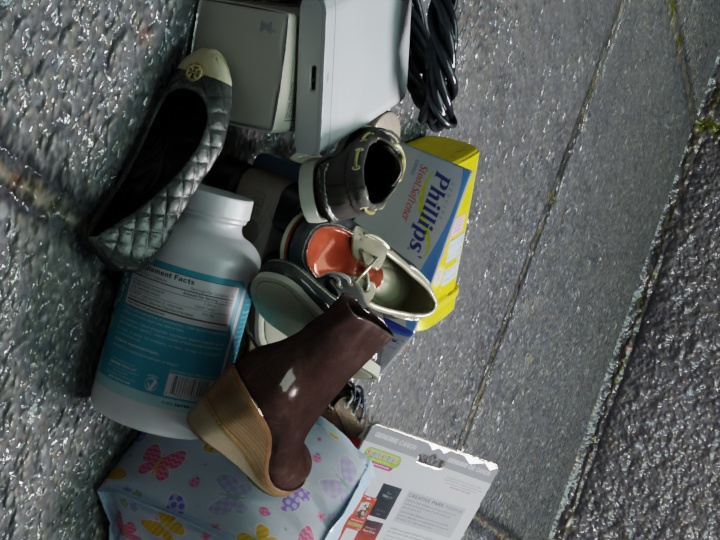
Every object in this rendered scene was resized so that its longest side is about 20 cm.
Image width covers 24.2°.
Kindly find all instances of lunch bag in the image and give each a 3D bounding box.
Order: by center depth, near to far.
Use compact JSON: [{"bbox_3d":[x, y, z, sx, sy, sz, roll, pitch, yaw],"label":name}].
[{"bbox_3d":[-0.109,0.206,1.515,0.128,0.199,0.170,87,27,-45],"label":"lunch bag"}]

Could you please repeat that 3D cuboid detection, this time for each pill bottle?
[{"bbox_3d":[-0.147,0.030,1.390,0.111,0.110,0.201,2,105,-70],"label":"pill bottle"}]

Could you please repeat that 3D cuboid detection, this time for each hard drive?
[{"bbox_3d":[-0.003,-0.189,1.459,0.200,0.027,0.133,-41,138,-61],"label":"hard drive"}]

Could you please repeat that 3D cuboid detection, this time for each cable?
[{"bbox_3d":[0.065,-0.225,1.566,0.163,0.050,0.201,110,-29,-59],"label":"cable"}]

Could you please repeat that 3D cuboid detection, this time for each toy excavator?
[{"bbox_3d":[-0.048,-0.066,1.559,0.200,0.099,0.196,1,108,-62],"label":"toy excavator"}]

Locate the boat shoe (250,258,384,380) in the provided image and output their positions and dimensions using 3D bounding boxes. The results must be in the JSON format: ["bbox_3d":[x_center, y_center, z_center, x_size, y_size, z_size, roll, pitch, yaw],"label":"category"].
[{"bbox_3d":[-0.033,0.030,1.421,0.200,0.071,0.068,45,60,-57],"label":"boat shoe"}]

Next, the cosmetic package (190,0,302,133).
[{"bbox_3d":[-0.066,-0.179,1.461,0.200,0.087,0.104,-15,116,-69],"label":"cosmetic package"}]

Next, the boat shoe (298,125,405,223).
[{"bbox_3d":[0.007,-0.085,1.465,0.201,0.060,0.072,-43,126,-65],"label":"boat shoe"}]

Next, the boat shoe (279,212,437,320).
[{"bbox_3d":[0.000,0.000,1.501,0.200,0.062,0.071,31,86,-55],"label":"boat shoe"}]

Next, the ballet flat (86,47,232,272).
[{"bbox_3d":[-0.154,-0.092,1.334,0.057,0.066,0.201,48,59,-57],"label":"ballet flat"}]

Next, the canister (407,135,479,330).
[{"bbox_3d":[0.074,-0.047,1.976,0.148,0.086,0.201,-30,133,-63],"label":"canister"}]

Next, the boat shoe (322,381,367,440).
[{"bbox_3d":[-0.029,0.141,1.695,0.072,0.072,0.201,-93,179,-52],"label":"boat shoe"}]

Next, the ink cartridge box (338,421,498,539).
[{"bbox_3d":[0.015,0.228,1.668,0.199,0.084,0.176,24,98,-43],"label":"ink cartridge box"}]

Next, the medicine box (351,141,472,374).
[{"bbox_3d":[0.019,-0.010,1.713,0.200,0.102,0.183,122,-11,-70],"label":"medicine box"}]

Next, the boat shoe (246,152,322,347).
[{"bbox_3d":[-0.073,-0.017,1.632,0.059,0.071,0.201,-179,-83,-68],"label":"boat shoe"}]

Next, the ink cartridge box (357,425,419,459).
[{"bbox_3d":[-0.044,0.258,1.820,0.201,0.146,0.083,-68,155,-15],"label":"ink cartridge box"}]

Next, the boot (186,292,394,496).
[{"bbox_3d":[-0.037,0.105,1.378,0.166,0.073,0.200,-36,152,5],"label":"boot"}]
